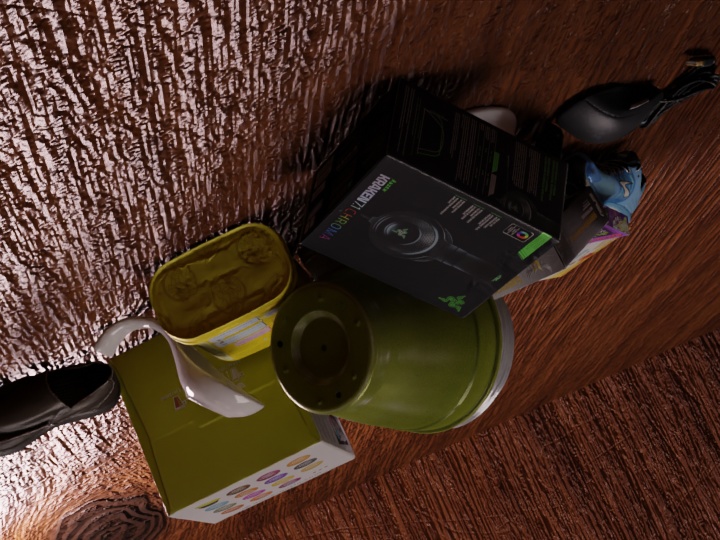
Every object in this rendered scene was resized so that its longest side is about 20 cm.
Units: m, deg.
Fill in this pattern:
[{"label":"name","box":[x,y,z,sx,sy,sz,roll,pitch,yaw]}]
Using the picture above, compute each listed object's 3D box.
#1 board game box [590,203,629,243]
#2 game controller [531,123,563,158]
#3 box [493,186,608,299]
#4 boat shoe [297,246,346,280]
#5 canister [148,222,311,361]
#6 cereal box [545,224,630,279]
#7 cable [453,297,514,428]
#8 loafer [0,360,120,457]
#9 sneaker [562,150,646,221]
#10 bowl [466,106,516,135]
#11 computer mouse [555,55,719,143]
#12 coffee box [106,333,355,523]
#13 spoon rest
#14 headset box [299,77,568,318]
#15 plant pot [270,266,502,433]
[{"label":"board game box","box":[0.204,-0.046,1.804,0.198,0.033,0.120,-13,158,34]},{"label":"game controller","box":[0.175,-0.085,1.582,0.105,0.042,0.200,-53,-176,23]},{"label":"box","box":[0.158,-0.013,1.662,0.199,0.049,0.158,-25,-172,31]},{"label":"boat shoe","box":[0.000,0.000,1.736,0.071,0.065,0.199,-33,163,29]},{"label":"canister","box":[-0.126,0.029,1.595,0.147,0.087,0.200,-26,167,2]},{"label":"cereal box","box":[0.245,-0.028,1.996,0.199,0.040,0.144,-10,160,-45]},{"label":"cable","box":[0.092,0.091,1.830,0.069,0.199,0.202,17,101,-49]},{"label":"loafer","box":[-0.354,0.139,1.661,0.199,0.073,0.072,-23,157,-29]},{"label":"sneaker","box":[0.293,-0.116,1.840,0.090,0.078,0.200,-55,153,7]},{"label":"bowl","box":[0.088,-0.078,1.560,0.199,0.091,0.201,-24,165,-7]},{"label":"computer mouse","box":[0.312,-0.182,1.648,0.199,0.046,0.140,-8,159,-47]},{"label":"coffee box","box":[-0.150,0.164,1.793,0.198,0.202,0.198,-26,165,5]},{"label":"spoon rest","box":[-0.187,0.099,1.606,0.061,0.198,0.099,-65,159,-5]},{"label":"headset box","box":[0.073,-0.058,1.405,0.198,0.094,0.174,25,143,-19]},{"label":"plant pot","box":[0.014,0.074,1.549,0.200,0.202,0.192,-33,163,29]}]
